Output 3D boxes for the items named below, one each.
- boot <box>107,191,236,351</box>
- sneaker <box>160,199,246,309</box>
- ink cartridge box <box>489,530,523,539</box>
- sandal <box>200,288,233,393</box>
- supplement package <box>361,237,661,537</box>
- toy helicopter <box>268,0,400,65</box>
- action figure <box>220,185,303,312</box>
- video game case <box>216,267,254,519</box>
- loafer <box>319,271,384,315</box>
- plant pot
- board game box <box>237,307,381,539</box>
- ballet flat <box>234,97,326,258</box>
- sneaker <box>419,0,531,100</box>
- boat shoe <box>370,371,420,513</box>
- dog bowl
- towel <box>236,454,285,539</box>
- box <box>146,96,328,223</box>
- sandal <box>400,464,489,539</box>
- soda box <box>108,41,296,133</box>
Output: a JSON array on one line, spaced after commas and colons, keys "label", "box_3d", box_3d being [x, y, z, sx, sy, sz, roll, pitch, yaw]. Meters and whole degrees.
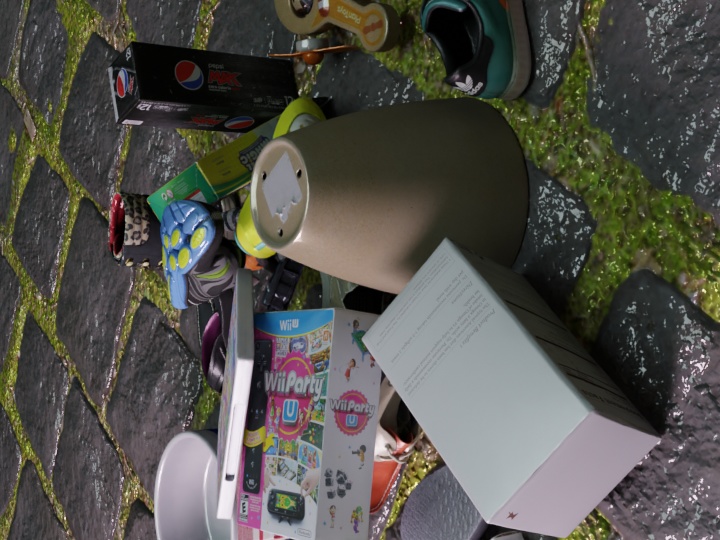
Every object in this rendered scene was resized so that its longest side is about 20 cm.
[{"label": "boot", "box_3d": [-0.223, 0.002, 1.343, 0.073, 0.152, 0.207, 2, 92, 53]}, {"label": "sneaker", "box_3d": [-0.155, -0.020, 1.133, 0.200, 0.082, 0.072, 114, 140, -67]}, {"label": "ink cartridge box", "box_3d": [0.110, 0.361, 0.984, 0.198, 0.047, 0.202, -48, 51, 42]}, {"label": "sandal", "box_3d": [-0.164, 0.085, 1.305, 0.075, 0.047, 0.203, -125, 25, -56]}, {"label": "supplement package", "box_3d": [0.114, 0.091, 0.889, 0.117, 0.117, 0.201, -49, 50, 16]}, {"label": "toy helicopter", "box_3d": [-0.030, -0.259, 1.144, 0.200, 0.078, 0.134, 38, 121, 43]}, {"label": "action figure", "box_3d": [-0.106, -0.026, 1.197, 0.202, 0.104, 0.193, -69, 16, -11]}, {"label": "video game case", "box_3d": [-0.124, 0.121, 1.111, 0.144, 0.018, 0.202, -98, 16, -56]}, {"label": "loafer", "box_3d": [0.000, 0.000, 1.108, 0.069, 0.074, 0.203, 0, 97, 54]}, {"label": "plant pot", "box_3d": [0.010, -0.064, 0.984, 0.186, 0.198, 0.190, -1, 89, 54]}, {"label": "board game box", "box_3d": [-0.048, 0.140, 1.038, 0.147, 0.064, 0.203, -6, 76, 55]}, {"label": "ballet flat", "box_3d": [-0.061, -0.098, 1.100, 0.067, 0.067, 0.202, -26, 34, 48]}, {"label": "sneaker", "box_3d": [0.089, -0.245, 0.972, 0.071, 0.079, 0.203, -30, 66, 50]}, {"label": "boat shoe", "box_3d": [0.028, 0.145, 1.076, 0.062, 0.071, 0.203, 27, 108, 47]}, {"label": "dog bowl", "box_3d": [-0.166, 0.288, 1.331, 0.199, 0.078, 0.203, 0, 90, 54]}, {"label": "towel", "box_3d": [-0.069, 0.194, 1.131, 0.199, 0.023, 0.146, -24, 64, 51]}, {"label": "box", "box_3d": [-0.118, -0.116, 1.185, 0.117, 0.200, 0.049, -25, 101, 50]}, {"label": "sandal", "box_3d": [0.106, 0.188, 0.992, 0.201, 0.043, 0.076, -53, 49, 26]}, {"label": "soda box", "box_3d": [-0.167, -0.195, 1.226, 0.063, 0.198, 0.072, -28, 68, 49]}]
